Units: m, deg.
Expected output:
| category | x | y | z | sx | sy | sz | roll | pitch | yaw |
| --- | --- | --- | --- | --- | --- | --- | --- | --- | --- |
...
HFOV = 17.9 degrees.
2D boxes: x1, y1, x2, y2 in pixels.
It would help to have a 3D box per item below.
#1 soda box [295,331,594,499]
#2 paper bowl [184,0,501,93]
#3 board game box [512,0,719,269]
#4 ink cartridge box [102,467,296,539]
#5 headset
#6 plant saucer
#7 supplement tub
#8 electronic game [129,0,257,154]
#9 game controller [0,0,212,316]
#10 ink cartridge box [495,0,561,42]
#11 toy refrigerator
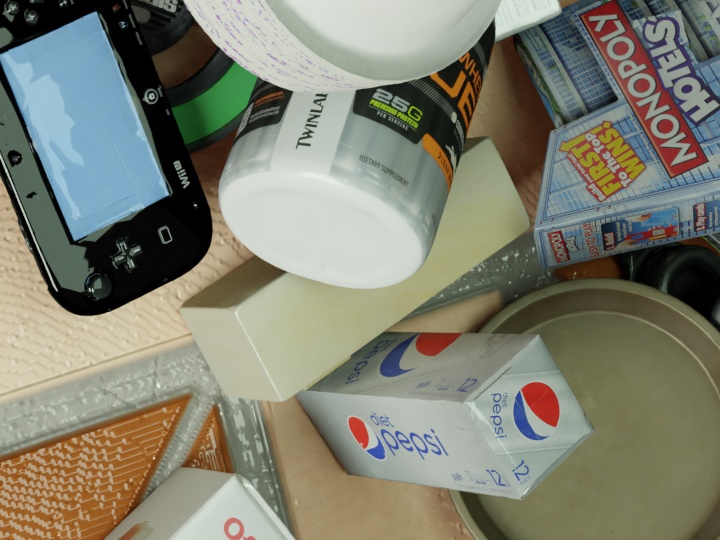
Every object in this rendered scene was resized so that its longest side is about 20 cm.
| category | x | y | z | sx | sy | sz | roll | pitch | yaw |
| --- | --- | --- | --- | --- | --- | --- | --- | --- | --- |
| soda box | 0.043 | 0.079 | 1.305 | 0.063 | 0.200 | 0.068 | -39 | 107 | -23 |
| paper bowl | 0.001 | -0.193 | 1.143 | 0.200 | 0.104 | 0.201 | 2 | 86 | -40 |
| board game box | 0.176 | -0.094 | 1.384 | 0.200 | 0.062 | 0.200 | -24 | 63 | -3 |
| ink cartridge box | -0.111 | 0.229 | 1.283 | 0.200 | 0.083 | 0.145 | -44 | 110 | -22 |
| headset | 0.220 | 0.033 | 1.458 | 0.094 | 0.123 | 0.200 | -47 | 131 | -20 |
| plant saucer | 0.147 | 0.105 | 1.415 | 0.200 | 0.029 | 0.201 | 0 | 79 | 1 |
| supplement tub | 0.004 | -0.101 | 1.277 | 0.122 | 0.122 | 0.200 | 32 | 59 | -26 |
| electronic game | -0.128 | -0.161 | 1.293 | 0.200 | 0.042 | 0.201 | 0 | 90 | -26 |
| game controller | -0.153 | -0.079 | 1.248 | 0.104 | 0.042 | 0.200 | -25 | 106 | -16 |
| ink cartridge box | 0.003 | -0.194 | 1.383 | 0.200 | 0.050 | 0.161 | -23 | 101 | -8 |
| toy refrigerator | 0.000 | 0.000 | 1.353 | 0.200 | 0.076 | 0.070 | -34 | 106 | -26 |
